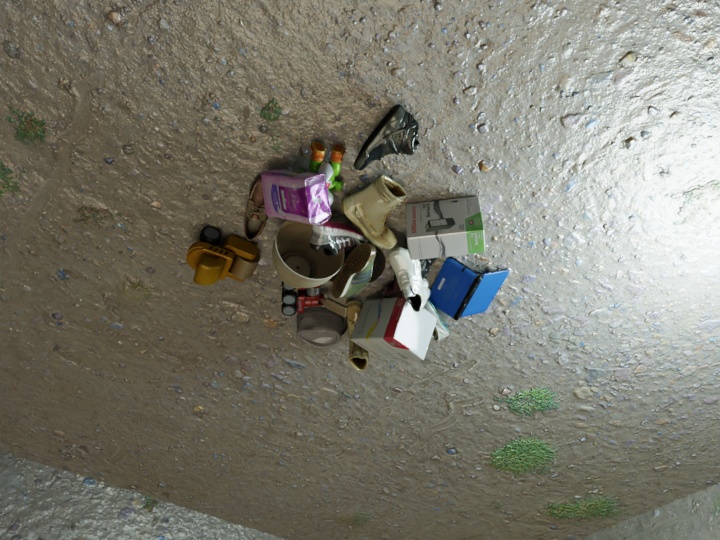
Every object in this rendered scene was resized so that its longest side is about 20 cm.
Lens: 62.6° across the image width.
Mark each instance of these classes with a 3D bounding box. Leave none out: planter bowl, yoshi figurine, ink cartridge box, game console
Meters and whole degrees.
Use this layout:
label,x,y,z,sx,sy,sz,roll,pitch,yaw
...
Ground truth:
label,x,y,z,sx,sy,sz,roll,pitch,yaw
planter bowl,-0.161,-0.031,1.661,0.200,0.201,0.135,20,144,-14
yoshi figurine,-0.098,-0.234,1.537,0.112,0.112,0.200,31,126,28
ink cartridge box,0.223,-0.113,1.575,0.199,0.146,0.084,-6,133,9
game console,0.325,0.046,1.810,0.171,0.118,0.200,34,135,15
ink cartridge box,0.099,0.179,1.809,0.145,0.145,0.200,37,151,-32

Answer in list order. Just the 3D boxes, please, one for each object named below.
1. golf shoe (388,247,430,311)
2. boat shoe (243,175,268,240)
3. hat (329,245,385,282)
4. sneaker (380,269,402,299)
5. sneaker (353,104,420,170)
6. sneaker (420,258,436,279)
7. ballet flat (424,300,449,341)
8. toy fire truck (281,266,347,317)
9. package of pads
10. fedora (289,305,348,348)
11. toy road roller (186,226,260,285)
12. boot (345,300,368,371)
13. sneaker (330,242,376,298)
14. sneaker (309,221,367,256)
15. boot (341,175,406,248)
label,x,y,z,sx,sy,sz,roll,pitch,yaw
golf shoe,0.137,0.028,1.653,0.078,0.097,0.200,-18,121,27
boat shoe,-0.277,-0.164,1.613,0.076,0.072,0.200,12,130,-7
hat,-0.026,0.004,1.752,0.200,0.081,0.201,2,135,2
sneaker,0.103,0.040,1.786,0.115,0.076,0.200,-8,127,28
sneaker,0.071,-0.300,1.455,0.114,0.076,0.199,35,122,-18
sneaker,0.191,-0.030,1.711,0.087,0.076,0.200,-9,133,4
ballet flat,0.225,0.165,1.884,0.069,0.070,0.200,-17,136,19
toy fire truck,-0.139,0.065,1.797,0.199,0.129,0.176,1,134,-7
package of pads,-0.168,-0.188,1.497,0.200,0.076,0.121,15,121,44
fedora,-0.140,0.191,1.934,0.199,0.090,0.177,14,133,-9
toy road roller,-0.403,-0.019,1.713,0.200,0.146,0.123,20,132,-15
boot,-0.010,0.209,1.896,0.073,0.156,0.200,-2,134,7
sneaker,0.000,0.000,1.665,0.090,0.067,0.200,1,135,-45
sneaker,-0.065,-0.080,1.613,0.200,0.074,0.088,7,113,-49
boot,0.068,-0.154,1.590,0.155,0.073,0.200,-31,120,30
